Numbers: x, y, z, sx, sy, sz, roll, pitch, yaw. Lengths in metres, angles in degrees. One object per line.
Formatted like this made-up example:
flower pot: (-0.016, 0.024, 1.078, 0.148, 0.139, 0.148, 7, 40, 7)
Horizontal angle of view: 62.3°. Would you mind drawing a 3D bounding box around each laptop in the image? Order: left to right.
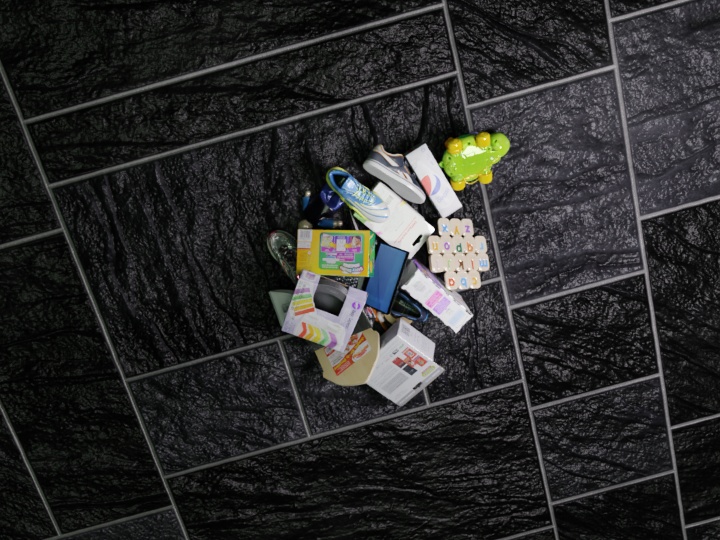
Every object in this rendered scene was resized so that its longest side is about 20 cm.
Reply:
laptop: (0.000, 0.000, 1.568, 0.199, 0.103, 0.178, 17, 95, -12)

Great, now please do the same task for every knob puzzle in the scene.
knob puzzle: (-0.022, 0.241, 1.665, 0.219, 0.220, 0.030, -39, 138, 7)

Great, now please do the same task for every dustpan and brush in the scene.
dustpan and brush: (-0.142, 0.109, 1.629, 0.199, 0.057, 0.140, -9, 125, 7)

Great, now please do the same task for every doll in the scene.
doll: (-0.093, -0.173, 1.611, 0.200, 0.048, 0.137, -43, 84, 10)

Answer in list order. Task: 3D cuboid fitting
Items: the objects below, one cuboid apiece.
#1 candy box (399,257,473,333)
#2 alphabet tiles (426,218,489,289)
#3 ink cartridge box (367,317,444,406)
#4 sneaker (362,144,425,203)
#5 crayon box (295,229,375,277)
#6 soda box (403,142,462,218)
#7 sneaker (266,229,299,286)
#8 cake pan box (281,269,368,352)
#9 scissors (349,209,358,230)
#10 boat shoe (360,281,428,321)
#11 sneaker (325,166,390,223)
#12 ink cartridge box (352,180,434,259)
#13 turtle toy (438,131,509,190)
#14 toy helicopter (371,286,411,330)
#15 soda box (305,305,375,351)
candy box: (0.198, 0.060, 1.627, 0.200, 0.168, 0.072, 39, 100, -11)
alphabet tiles: (0.267, -0.046, 1.624, 0.199, 0.015, 0.196, -2, 79, -30)
ink cartridge box: (0.112, 0.264, 1.685, 0.175, 0.084, 0.200, 37, 120, -12)
sneaker: (0.105, -0.259, 1.587, 0.200, 0.078, 0.080, 33, 72, -24)
crayon box: (-0.065, -0.045, 1.548, 0.199, 0.058, 0.119, 2, 90, 14)
soda box: (0.193, -0.243, 1.603, 0.063, 0.068, 0.200, -32, 104, 5)
sneaker: (-0.180, -0.025, 1.630, 0.081, 0.075, 0.200, -37, 101, -3)
cake pan box: (-0.095, 0.106, 1.564, 0.184, 0.052, 0.200, 20, 125, -6)
scissors: (0.004, -0.067, 1.627, 0.014, 0.073, 0.200, -7, 122, 39)
boat shoe: (0.090, 0.075, 1.608, 0.199, 0.069, 0.084, 19, 93, 14)
sneaker: (-0.012, -0.190, 1.524, 0.200, 0.105, 0.076, 36, 97, 2)
ink cartridge box: (0.090, -0.137, 1.623, 0.200, 0.067, 0.117, 39, 98, -10)
turtle toy: (0.302, -0.307, 1.575, 0.199, 0.101, 0.146, -14, 127, -2)
toy helicopter: (0.065, 0.086, 1.687, 0.200, 0.079, 0.132, 40, 108, -1)
soda box: (-0.060, 0.153, 1.666, 0.199, 0.063, 0.071, -24, 104, 19)
